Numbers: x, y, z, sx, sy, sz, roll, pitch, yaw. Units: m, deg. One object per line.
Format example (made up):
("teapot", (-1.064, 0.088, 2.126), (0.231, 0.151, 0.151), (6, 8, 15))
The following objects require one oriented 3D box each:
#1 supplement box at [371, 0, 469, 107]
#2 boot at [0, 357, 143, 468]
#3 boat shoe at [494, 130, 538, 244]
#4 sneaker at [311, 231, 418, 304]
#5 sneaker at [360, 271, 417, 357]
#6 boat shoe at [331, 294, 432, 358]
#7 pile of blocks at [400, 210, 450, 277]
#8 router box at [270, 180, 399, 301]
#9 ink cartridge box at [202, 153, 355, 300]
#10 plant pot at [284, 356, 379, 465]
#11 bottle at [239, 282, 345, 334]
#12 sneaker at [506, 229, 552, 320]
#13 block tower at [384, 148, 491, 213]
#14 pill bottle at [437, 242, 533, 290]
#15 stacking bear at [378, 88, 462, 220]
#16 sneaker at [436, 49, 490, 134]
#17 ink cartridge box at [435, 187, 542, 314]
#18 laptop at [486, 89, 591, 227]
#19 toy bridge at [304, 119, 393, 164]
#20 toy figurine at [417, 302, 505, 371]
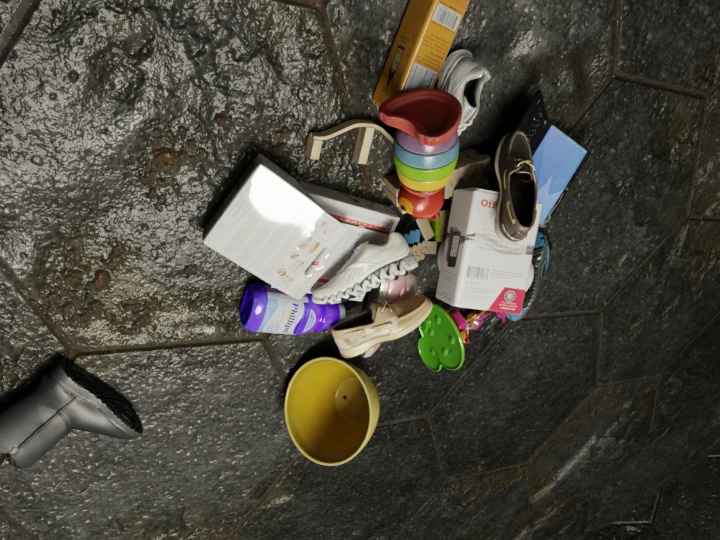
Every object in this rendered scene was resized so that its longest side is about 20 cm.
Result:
("supplement box", (0.091, -0.339, 0.865), (0.067, 0.067, 0.204), (8, 117, -37))
("boot", (-0.489, 0.260, 0.928), (0.167, 0.076, 0.201), (-40, 125, -4))
("boat shoe", (0.263, -0.147, 0.930), (0.070, 0.059, 0.206), (14, 70, -14))
("sneaker", (0.000, 0.000, 0.979), (0.196, 0.075, 0.083), (-24, 86, 5))
("sneaker", (0.060, 0.087, 1.125), (0.102, 0.076, 0.205), (3, 115, -25))
("boat shoe", (0.041, 0.091, 1.038), (0.196, 0.071, 0.066), (-27, 113, -3))
("pile of blocks", (0.102, -0.057, 1.062), (0.197, 0.062, 0.084), (-32, 106, -20))
("router box", (-0.050, -0.045, 0.993), (0.196, 0.049, 0.183), (11, 115, -34))
("ink cartridge box", (-0.130, -0.063, 0.902), (0.198, 0.048, 0.161), (33, 109, -30))
("plant pot", (-0.038, 0.277, 1.145), (0.202, 0.200, 0.141), (-53, 157, 13))
("bottle", (-0.119, 0.075, 1.023), (0.196, 0.065, 0.085), (10, 115, -34))
("sneaker", (0.379, 0.018, 1.238), (0.081, 0.072, 0.205), (19, 92, -48))
("block tower", (0.141, -0.165, 1.019), (0.195, 0.058, 0.055), (-19, 129, -15))
("pill bottle", (0.262, -0.012, 1.150), (0.196, 0.114, 0.116), (17, 112, -36))
("stacking bear", (0.099, -0.167, 0.885), (0.113, 0.120, 0.203), (-39, 147, -28))
("sneaker", (0.150, -0.260, 0.938), (0.073, 0.087, 0.204), (2, 120, -31))
("ink cartridge box", (0.229, -0.036, 1.005), (0.141, 0.083, 0.206), (8, 96, -19))
("laptop", (0.340, -0.201, 1.053), (0.180, 0.102, 0.199), (-59, 155, 5))
("toy bridge", (0.006, -0.212, 0.927), (0.195, 0.027, 0.069), (-1, 120, -29))
("toy figurine", (0.234, 0.120, 1.229), (0.181, 0.152, 0.202), (-24, 152, -25))
